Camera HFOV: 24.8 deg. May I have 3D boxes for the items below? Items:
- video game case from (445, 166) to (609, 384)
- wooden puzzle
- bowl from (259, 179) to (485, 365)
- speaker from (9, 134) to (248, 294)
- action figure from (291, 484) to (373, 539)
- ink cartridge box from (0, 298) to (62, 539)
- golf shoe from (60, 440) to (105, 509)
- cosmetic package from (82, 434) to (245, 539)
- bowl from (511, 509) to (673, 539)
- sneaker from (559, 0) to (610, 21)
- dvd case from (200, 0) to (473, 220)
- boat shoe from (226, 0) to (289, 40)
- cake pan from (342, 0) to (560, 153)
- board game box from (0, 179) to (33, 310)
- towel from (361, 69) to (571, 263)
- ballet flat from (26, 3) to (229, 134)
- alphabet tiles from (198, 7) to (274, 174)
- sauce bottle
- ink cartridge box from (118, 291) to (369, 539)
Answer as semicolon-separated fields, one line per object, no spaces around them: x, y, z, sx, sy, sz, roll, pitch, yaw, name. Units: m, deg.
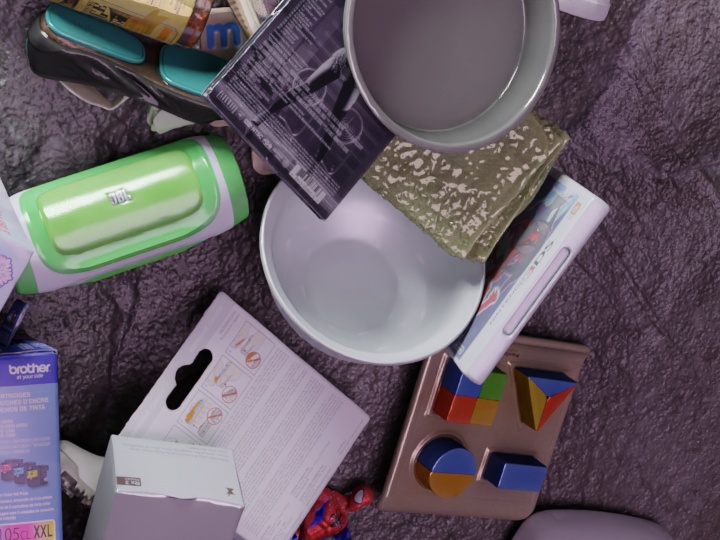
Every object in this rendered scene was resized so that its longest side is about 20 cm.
0.126;-0.008;1.424;0.023;0.200;0.182;34;97;-16;video game case
0.124;0.155;1.565;0.185;0.046;0.201;9;108;-33;wooden puzzle
0.000;0.000;1.417;0.200;0.090;0.202;7;65;-15;bowl
-0.197;-0.047;1.346;0.199;0.088;0.089;-20;117;-13;speaker
-0.063;0.271;1.527;0.200;0.099;0.065;-35;120;-8;action figure
-0.292;0.126;1.334;0.076;0.136;0.201;-4;95;-21;ink cartridge box
-0.197;0.185;1.462;0.200;0.078;0.097;39;77;-35;golf shoe
-0.178;0.245;1.390;0.112;0.081;0.201;11;117;-19;cosmetic package
0.231;0.349;1.678;0.199;0.075;0.201;10;110;-26;bowl
0.149;-0.294;1.387;0.199;0.074;0.116;20;106;-26;sneaker
-0.015;-0.163;1.313;0.200;0.016;0.149;-50;119;-11;dvd case
-0.071;-0.216;1.314;0.065;0.072;0.200;-29;107;1;boat shoe
0.069;-0.196;1.319;0.200;0.037;0.201;-5;100;-28;cake pan
-0.330;0.027;1.259;0.041;0.200;0.200;27;99;-28;board game box
0.063;-0.114;1.386;0.200;0.036;0.149;38;85;-6;towel
-0.175;-0.155;1.324;0.199;0.068;0.068;20;130;-16;ballet flat
-0.040;-0.182;1.392;0.199;0.015;0.196;-9;115;-18;alphabet tiles
-0.213;-0.233;1.274;0.199;0.066;0.066;18;104;-19;sauce bottle
-0.108;0.139;1.457;0.200;0.050;0.162;42;74;-25;ink cartridge box
